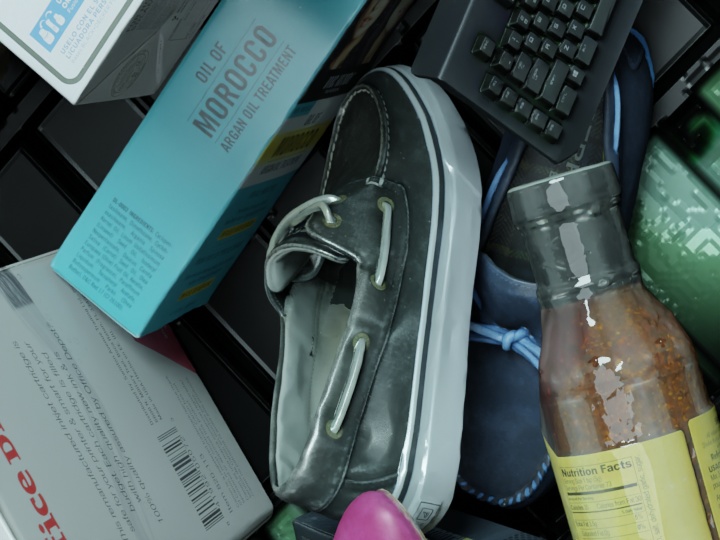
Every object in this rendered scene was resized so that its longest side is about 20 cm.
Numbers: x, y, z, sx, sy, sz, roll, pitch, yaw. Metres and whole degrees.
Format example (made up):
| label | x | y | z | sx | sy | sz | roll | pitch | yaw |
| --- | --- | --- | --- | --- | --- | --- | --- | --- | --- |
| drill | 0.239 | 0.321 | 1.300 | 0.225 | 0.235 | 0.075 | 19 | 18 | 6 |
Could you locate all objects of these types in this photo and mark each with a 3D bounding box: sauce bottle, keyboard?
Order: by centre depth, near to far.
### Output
| label | x | y | z | sx | sy | sz | roll | pitch | yaw |
| --- | --- | --- | --- | --- | --- | --- | --- | --- | --- |
| keyboard | 0.069 | -0.152 | 0.659 | 0.127 | 0.021 | 0.201 | 29 | 77 | -29 |
| sauce bottle | 0.100 | 0.062 | 0.670 | 0.066 | 0.066 | 0.201 | -14 | 90 | 18 |

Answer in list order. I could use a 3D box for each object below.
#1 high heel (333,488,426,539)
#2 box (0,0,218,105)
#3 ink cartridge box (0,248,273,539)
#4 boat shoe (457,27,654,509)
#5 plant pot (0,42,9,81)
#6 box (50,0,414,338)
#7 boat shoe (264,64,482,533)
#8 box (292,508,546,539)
| label | x | y | z | sx | sy | sz | roll | pitch | yaw |
| --- | --- | --- | --- | --- | --- | --- | --- | --- | --- |
| high heel | -0.018 | 0.165 | 0.657 | 0.067 | 0.096 | 0.201 | 48 | 148 | 37 |
| box | -0.118 | -0.157 | 0.565 | 0.200 | 0.060 | 0.117 | 42 | 109 | 8 |
| ink cartridge box | -0.131 | 0.077 | 0.735 | 0.083 | 0.200 | 0.147 | -30 | 89 | 19 |
| boat shoe | 0.063 | -0.001 | 0.733 | 0.084 | 0.069 | 0.201 | 9 | 101 | 15 |
| plant pot | -0.133 | -0.180 | 0.716 | 0.174 | 0.200 | 0.201 | -19 | 93 | 2 |
| box | -0.041 | -0.071 | 0.747 | 0.049 | 0.082 | 0.200 | 38 | 108 | 7 |
| boat shoe | 0.000 | 0.000 | 0.700 | 0.072 | 0.071 | 0.201 | -40 | 41 | 45 |
| box | 0.052 | 0.176 | 0.704 | 0.051 | 0.200 | 0.159 | -16 | 100 | -25 |
